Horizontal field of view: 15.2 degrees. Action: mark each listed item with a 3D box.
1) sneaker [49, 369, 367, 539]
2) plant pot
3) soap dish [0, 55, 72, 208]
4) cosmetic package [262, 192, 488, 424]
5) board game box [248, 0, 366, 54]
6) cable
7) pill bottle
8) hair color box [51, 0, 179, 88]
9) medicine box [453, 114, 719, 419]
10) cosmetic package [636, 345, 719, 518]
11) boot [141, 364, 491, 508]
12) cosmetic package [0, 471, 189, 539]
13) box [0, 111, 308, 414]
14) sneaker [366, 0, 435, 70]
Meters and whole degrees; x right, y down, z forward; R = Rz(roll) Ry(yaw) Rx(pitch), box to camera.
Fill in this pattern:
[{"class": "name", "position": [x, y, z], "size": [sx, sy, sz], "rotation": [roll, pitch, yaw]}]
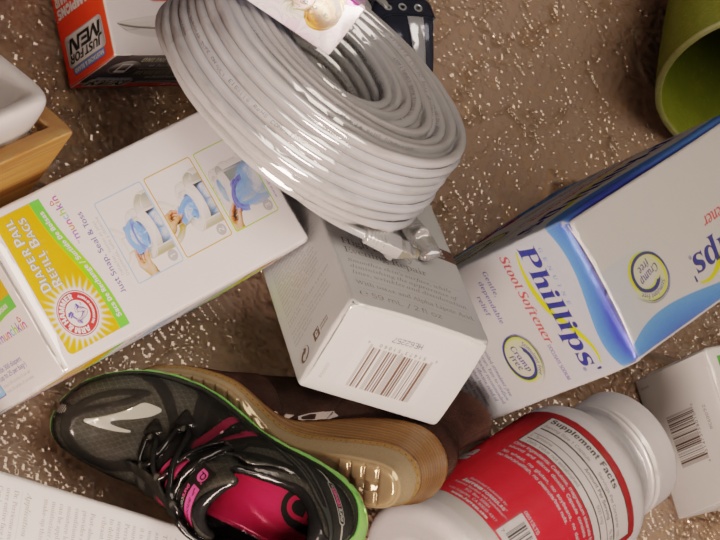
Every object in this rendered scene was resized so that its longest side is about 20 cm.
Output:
[{"class": "sneaker", "position": [-0.091, 0.114, 1.566], "size": [0.200, 0.084, 0.077], "rotation": [22, 99, 13]}, {"class": "plant pot", "position": [0.303, -0.209, 1.966], "size": [0.187, 0.187, 0.200], "rotation": [21, 51, -27]}, {"class": "soap dish", "position": [-0.289, -0.072, 1.522], "size": [0.157, 0.081, 0.200], "rotation": [38, 46, 28]}, {"class": "cosmetic package", "position": [0.000, 0.000, 1.671], "size": [0.102, 0.074, 0.200], "rotation": [18, 30, -27]}, {"class": "board game box", "position": [-0.083, -0.238, 1.631], "size": [0.200, 0.041, 0.200], "rotation": [33, 25, -16]}, {"class": "cable", "position": [-0.028, -0.111, 1.632], "size": [0.200, 0.069, 0.200], "rotation": [25, 30, -35]}, {"class": "pill bottle", "position": [0.109, 0.156, 1.730], "size": [0.200, 0.112, 0.112], "rotation": [-29, 91, -38]}, {"class": "hair color box", "position": [-0.145, -0.220, 1.718], "size": [0.111, 0.064, 0.200], "rotation": [-4, 75, -38]}, {"class": "medicine box", "position": [0.152, 0.001, 1.758], "size": [0.182, 0.200, 0.103], "rotation": [-32, 93, -38]}, {"class": "cosmetic package", "position": [0.304, 0.100, 1.901], "size": [0.200, 0.085, 0.108], "rotation": [-11, 78, -35]}, {"class": "boot", "position": [-0.031, 0.093, 1.679], "size": [0.166, 0.200, 0.072], "rotation": [-31, 136, -67]}, {"class": "cosmetic package", "position": [-0.172, 0.186, 1.553], "size": [0.200, 0.071, 0.101], "rotation": [21, 63, -27]}, {"class": "box", "position": [-0.151, -0.007, 1.607], "size": [0.200, 0.112, 0.101], "rotation": [-30, 90, -39]}, {"class": "sneaker", "position": [-0.024, -0.185, 1.783], "size": [0.108, 0.070, 0.200], "rotation": [-31, 99, -33]}]
